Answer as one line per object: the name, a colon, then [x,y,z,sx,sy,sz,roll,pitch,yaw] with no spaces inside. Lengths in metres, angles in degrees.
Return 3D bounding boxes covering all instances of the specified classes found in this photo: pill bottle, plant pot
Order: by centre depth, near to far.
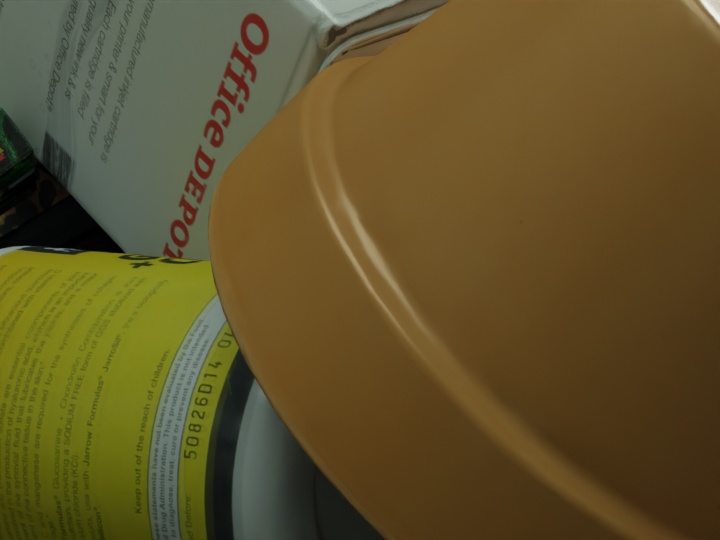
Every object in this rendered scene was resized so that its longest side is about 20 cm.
plant pot: [0.078,-0.010,0.537,0.140,0.200,0.200,-48,7,27]
pill bottle: [-0.078,0.050,0.626,0.199,0.112,0.112,5,27,31]

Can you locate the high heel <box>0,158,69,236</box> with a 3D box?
high heel: [-0.122,-0.034,0.941,0.199,0.072,0.143,-9,42,-28]

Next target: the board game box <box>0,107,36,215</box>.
board game box: [-0.200,0.017,0.701,0.200,0.023,0.105,-37,-1,-9]

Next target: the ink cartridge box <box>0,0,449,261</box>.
ink cartridge box: [-0.065,-0.097,0.685,0.085,0.146,0.200,-23,60,-40]

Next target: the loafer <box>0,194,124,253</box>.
loafer: [-0.162,0.043,0.743,0.200,0.063,0.072,-35,5,-14]
